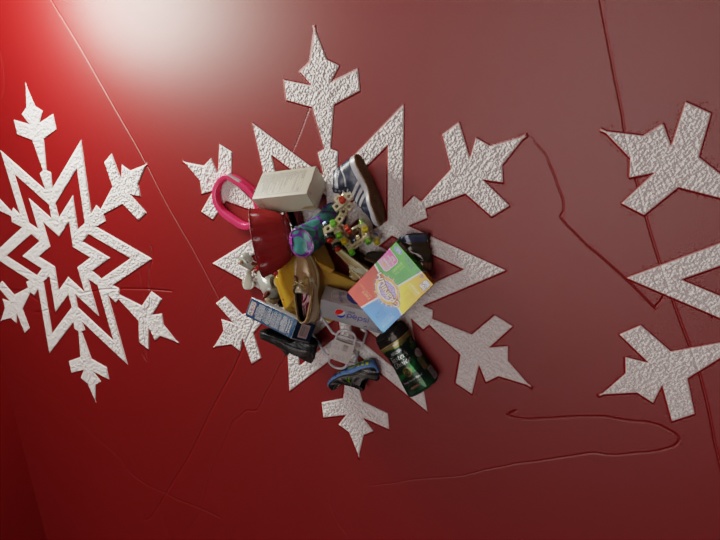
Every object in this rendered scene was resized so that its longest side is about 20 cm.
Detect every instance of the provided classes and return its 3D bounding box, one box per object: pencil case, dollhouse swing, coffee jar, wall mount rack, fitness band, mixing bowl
[{"bbox_3d":[-0.120,-0.118,1.637,0.090,0.200,0.088,21,125,20],"label":"pencil case"},{"bbox_3d":[-0.127,0.025,1.765,0.202,0.172,0.185,-54,44,29],"label":"dollhouse swing"},{"bbox_3d":[0.131,0.251,1.679,0.103,0.085,0.203,-35,87,31],"label":"coffee jar"},{"bbox_3d":[-0.074,0.204,1.745,0.168,0.076,0.203,20,137,0],"label":"wall mount rack"},{"bbox_3d":[-0.391,-0.219,1.853,0.197,0.037,0.147,34,121,17],"label":"fitness band"},{"bbox_3d":[-0.251,-0.089,1.692,0.104,0.200,0.208,-11,102,-2],"label":"mixing bowl"}]

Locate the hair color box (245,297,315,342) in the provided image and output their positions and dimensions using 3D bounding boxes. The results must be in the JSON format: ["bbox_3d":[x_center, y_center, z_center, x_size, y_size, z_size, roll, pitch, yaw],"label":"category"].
[{"bbox_3d":[-0.240,0.149,1.750,0.196,0.099,0.062,21,87,33],"label":"hair color box"}]

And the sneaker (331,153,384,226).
[{"bbox_3d":[-0.010,-0.207,1.627,0.106,0.070,0.206,-21,93,32],"label":"sneaker"}]

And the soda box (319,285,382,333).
[{"bbox_3d":[-0.018,0.112,1.678,0.193,0.064,0.070,15,129,3],"label":"soda box"}]

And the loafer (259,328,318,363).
[{"bbox_3d":[-0.225,0.229,1.786,0.194,0.073,0.075,15,108,19],"label":"loafer"}]

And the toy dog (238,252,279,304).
[{"bbox_3d":[-0.324,0.031,1.854,0.194,0.096,0.136,20,114,22],"label":"toy dog"}]

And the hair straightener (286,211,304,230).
[{"bbox_3d":[-0.198,-0.117,1.776,0.074,0.041,0.207,-11,105,20],"label":"hair straightener"}]

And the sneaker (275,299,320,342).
[{"bbox_3d":[-0.204,0.160,1.837,0.197,0.080,0.117,38,121,15],"label":"sneaker"}]

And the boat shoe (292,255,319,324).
[{"bbox_3d":[-0.156,0.050,1.633,0.072,0.066,0.208,-2,102,29],"label":"boat shoe"}]

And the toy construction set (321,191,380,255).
[{"bbox_3d":[-0.032,-0.115,1.573,0.127,0.094,0.201,-21,140,10],"label":"toy construction set"}]

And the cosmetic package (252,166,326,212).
[{"bbox_3d":[-0.207,-0.231,1.698,0.194,0.108,0.072,0,146,29],"label":"cosmetic package"}]

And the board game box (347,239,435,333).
[{"bbox_3d":[0.083,0.044,1.581,0.153,0.040,0.200,46,109,2],"label":"board game box"}]

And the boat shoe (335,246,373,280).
[{"bbox_3d":[0.000,0.000,1.673,0.198,0.074,0.067,39,115,13],"label":"boat shoe"}]

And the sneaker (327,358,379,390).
[{"bbox_3d":[-0.024,0.337,1.798,0.195,0.070,0.085,-25,89,30],"label":"sneaker"}]

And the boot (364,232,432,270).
[{"bbox_3d":[0.106,-0.061,1.614,0.193,0.075,0.101,6,99,16],"label":"boot"}]
